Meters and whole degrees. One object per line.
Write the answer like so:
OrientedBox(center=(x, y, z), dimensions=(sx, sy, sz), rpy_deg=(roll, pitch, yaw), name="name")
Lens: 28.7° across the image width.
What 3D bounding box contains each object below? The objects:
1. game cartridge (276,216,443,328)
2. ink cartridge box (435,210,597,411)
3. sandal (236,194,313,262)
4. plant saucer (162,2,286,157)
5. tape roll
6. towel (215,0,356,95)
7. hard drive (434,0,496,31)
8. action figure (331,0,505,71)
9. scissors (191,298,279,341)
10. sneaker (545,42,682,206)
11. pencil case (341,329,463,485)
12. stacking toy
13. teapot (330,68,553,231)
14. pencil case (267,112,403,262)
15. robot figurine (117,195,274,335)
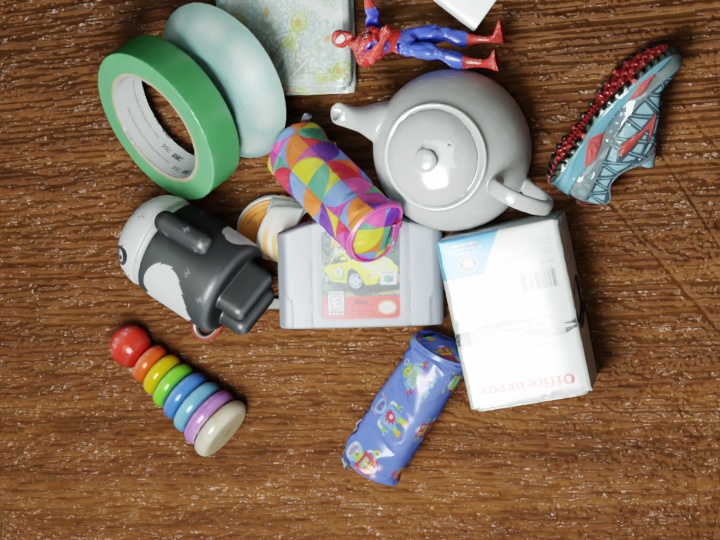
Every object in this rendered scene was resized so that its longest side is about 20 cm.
OrientedBox(center=(0.000, 0.000, 1.671), dimensions=(0.197, 0.041, 0.135), rpy_deg=(-2, 97, -1), name="game cartridge")
OrientedBox(center=(0.182, 0.046, 1.621), dimensions=(0.143, 0.084, 0.203), rpy_deg=(-11, 97, 17), name="ink cartridge box")
OrientedBox(center=(-0.063, -0.044, 1.704), dimensions=(0.204, 0.059, 0.080), rpy_deg=(7, 104, 19), name="sandal")
OrientedBox(center=(-0.175, -0.216, 1.670), dimensions=(0.200, 0.039, 0.203), rpy_deg=(27, 137, 27), name="plant saucer")
OrientedBox(center=(-0.231, -0.182, 1.684), dimensions=(0.199, 0.048, 0.202), rpy_deg=(32, 145, 26), name="tape roll")
OrientedBox(center=(-0.089, -0.307, 1.670), dimensions=(0.169, 0.048, 0.203), rpy_deg=(1, 101, 17), name="towel")
OrientedBox(center=(0.089, -0.385, 1.584), dimensions=(0.199, 0.026, 0.132), rpy_deg=(37, 110, -1), name="hard drive")
OrientedBox(center=(0.056, -0.273, 1.575), dimensions=(0.197, 0.099, 0.066), rpy_deg=(3, 58, 18), name="action figure")
OrientedBox(center=(-0.141, 0.036, 1.772), dimensions=(0.198, 0.014, 0.074), rpy_deg=(-16, 93, 23), name="scissors")
OrientedBox(center=(0.297, -0.159, 1.559), dimensions=(0.095, 0.080, 0.201), rpy_deg=(33, 109, -15), name="sneaker")
OrientedBox(center=(0.053, 0.164, 1.696), dimensions=(0.087, 0.078, 0.201), rpy_deg=(41, 112, 27), name="pencil case")
OrientedBox(center=(-0.241, 0.142, 1.802), dimensions=(0.200, 0.085, 0.086), rpy_deg=(42, 111, 14), name="stacking toy")
OrientedBox(center=(0.098, -0.130, 1.585), dimensions=(0.198, 0.146, 0.200), rpy_deg=(-19, 94, 21), name="teapot")
OrientedBox(center=(-0.028, -0.095, 1.621), dimensions=(0.089, 0.088, 0.200), rpy_deg=(-57, 49, 20), name="pencil case")
OrientedBox(center=(-0.201, -0.005, 1.705), dimensions=(0.199, 0.125, 0.152), rpy_deg=(32, 118, 15), name="robot figurine")
